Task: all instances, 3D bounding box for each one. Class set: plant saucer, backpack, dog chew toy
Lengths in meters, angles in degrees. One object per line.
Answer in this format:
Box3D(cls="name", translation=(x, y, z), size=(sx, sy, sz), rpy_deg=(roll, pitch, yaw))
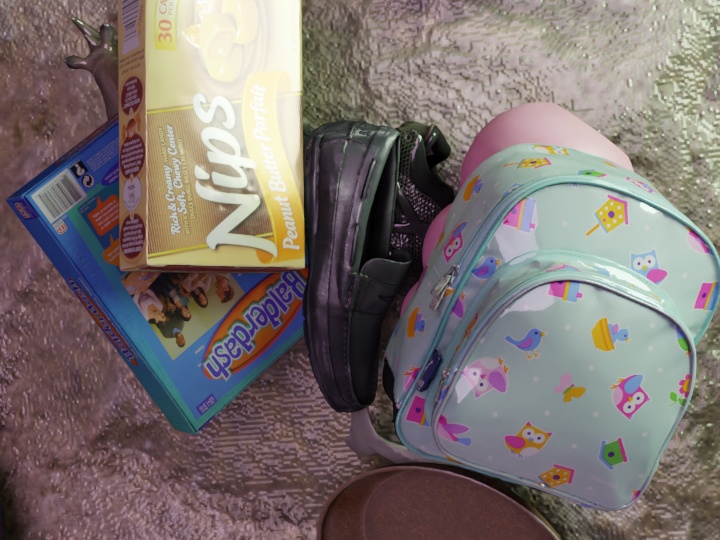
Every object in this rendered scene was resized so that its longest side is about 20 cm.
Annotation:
Box3D(cls="plant saucer", translation=(0.066, 0.204, 1.009), size=(0.198, 0.037, 0.202), rpy_deg=(13, 129, 16))
Box3D(cls="backpack", translation=(0.119, 0.032, 0.863), size=(0.174, 0.153, 0.202), rpy_deg=(20, 99, -11))
Box3D(cls="dog chew toy", translation=(0.099, -0.013, 0.981), size=(0.124, 0.124, 0.201), rpy_deg=(37, 96, 11))

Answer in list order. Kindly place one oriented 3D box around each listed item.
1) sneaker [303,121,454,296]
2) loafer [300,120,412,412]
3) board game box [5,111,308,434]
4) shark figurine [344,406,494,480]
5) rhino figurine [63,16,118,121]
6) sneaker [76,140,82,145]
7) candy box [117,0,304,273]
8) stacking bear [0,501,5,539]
Box3D(cls="sneaker", translation=(-0.011, -0.084, 1.039), size=(0.199, 0.076, 0.115), rpy_deg=(37, 98, 8))
Box3D(cls="loafer", translation=(0.000, 0.000, 0.977), size=(0.069, 0.068, 0.204), rpy_deg=(3, 102, 22))
Box3D(cls="board game box", translation=(-0.123, -0.014, 0.988), size=(0.152, 0.045, 0.201), rpy_deg=(-41, 107, -23))
Box3D(cls="shark figurine", translation=(0.092, 0.126, 1.020), size=(0.212, 0.090, 0.129), rpy_deg=(-18, 54, 7))
Box3D(cls="rhino figurine", translation=(-0.155, -0.113, 1.067), size=(0.060, 0.087, 0.201), rpy_deg=(-38, 83, 12))
Box3D(cls="sneaker", translation=(-0.167, -0.007, 1.080), size=(0.059, 0.105, 0.201), rpy_deg=(-22, 48, -10))
Box3D(cls="candy box", translation=(-0.098, -0.100, 0.947), size=(0.114, 0.055, 0.203), rpy_deg=(1, 87, -30))
Box3D(cls="stacking bear", translation=(-0.348, 0.165, 1.121), size=(0.113, 0.121, 0.202), rpy_deg=(-27, 78, 16))
